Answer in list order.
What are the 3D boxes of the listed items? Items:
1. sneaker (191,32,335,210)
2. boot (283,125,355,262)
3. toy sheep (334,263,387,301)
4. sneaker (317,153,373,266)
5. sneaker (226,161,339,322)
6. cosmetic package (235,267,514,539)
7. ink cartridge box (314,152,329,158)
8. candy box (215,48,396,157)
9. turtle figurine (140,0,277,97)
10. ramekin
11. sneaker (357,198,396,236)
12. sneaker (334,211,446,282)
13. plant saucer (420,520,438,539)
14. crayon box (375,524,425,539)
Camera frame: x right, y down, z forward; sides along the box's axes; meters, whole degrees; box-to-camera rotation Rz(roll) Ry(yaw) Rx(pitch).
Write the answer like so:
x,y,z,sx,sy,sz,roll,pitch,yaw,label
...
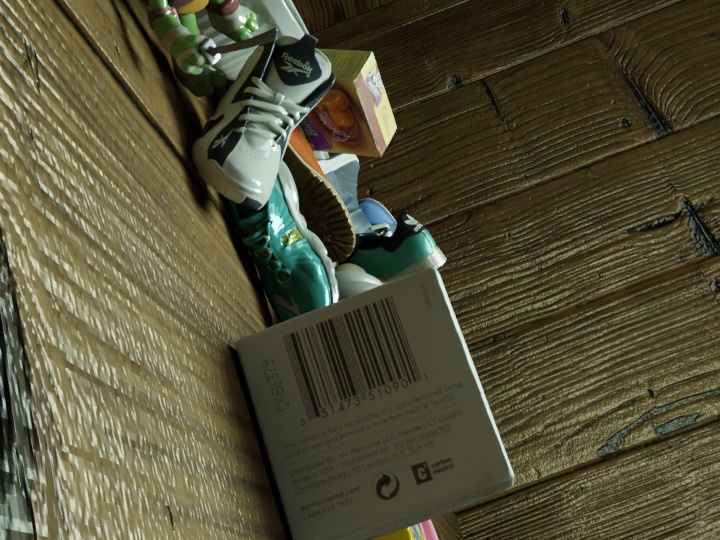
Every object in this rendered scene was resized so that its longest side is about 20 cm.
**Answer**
x,y,z,sx,sy,sz,roll,pitch,yaw,label
-0.080,-0.148,0.793,0.079,0.130,0.199,32,27,-13,sneaker
-0.064,-0.103,0.989,0.200,0.075,0.107,54,23,-5,boot
-0.005,0.074,0.918,0.138,0.138,0.200,66,11,-48,toy sheep
-0.022,-0.074,1.143,0.146,0.077,0.202,59,21,-4,sneaker
-0.088,-0.026,0.853,0.200,0.077,0.080,64,19,11,sneaker
0.021,0.122,0.721,0.200,0.165,0.165,56,14,-72,cosmetic package
-0.101,-0.196,1.402,0.147,0.083,0.200,-69,139,-85,ink cartridge box
-0.069,-0.197,1.035,0.057,0.200,0.117,-62,147,-30,candy box
-0.110,-0.222,0.751,0.194,0.200,0.144,96,-10,-78,turtle figurine
-0.144,-0.299,0.942,0.200,0.105,0.200,60,7,-12,ramekin
0.029,-0.015,1.228,0.146,0.080,0.200,69,7,-83,sneaker
0.000,0.000,1.024,0.080,0.200,0.071,58,28,-5,sneaker
0.080,0.379,1.114,0.201,0.051,0.201,-22,90,-87,plant saucer
0.036,0.283,0.978,0.126,0.051,0.200,65,6,-50,crayon box
